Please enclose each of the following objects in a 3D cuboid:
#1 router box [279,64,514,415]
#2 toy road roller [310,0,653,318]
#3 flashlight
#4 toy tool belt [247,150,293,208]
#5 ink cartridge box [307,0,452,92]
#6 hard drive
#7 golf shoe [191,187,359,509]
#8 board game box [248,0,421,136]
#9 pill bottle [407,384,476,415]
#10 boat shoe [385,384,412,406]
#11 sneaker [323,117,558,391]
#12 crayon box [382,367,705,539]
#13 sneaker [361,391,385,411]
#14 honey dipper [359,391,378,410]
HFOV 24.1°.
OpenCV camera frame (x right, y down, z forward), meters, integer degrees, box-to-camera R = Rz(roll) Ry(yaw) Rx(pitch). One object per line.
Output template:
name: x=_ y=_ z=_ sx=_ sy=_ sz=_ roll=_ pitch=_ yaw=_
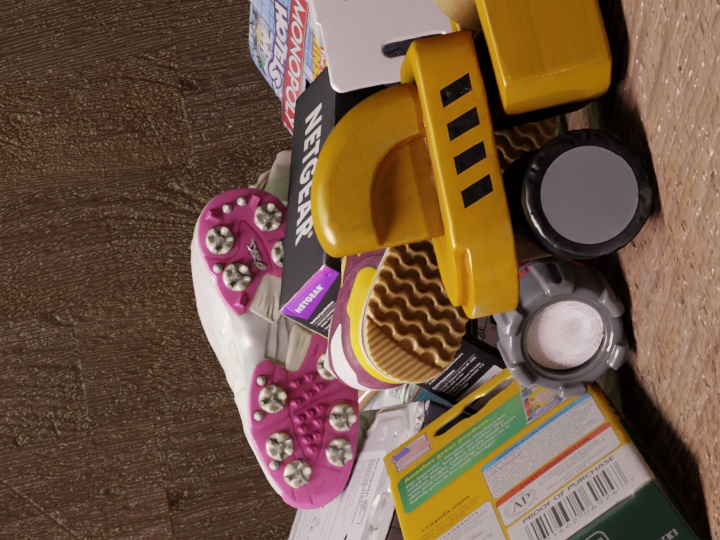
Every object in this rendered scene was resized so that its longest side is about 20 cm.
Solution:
router box: x=0.028 y=-0.024 z=1.035 sx=0.051 sy=0.149 sz=0.200 roll=-44 pitch=28 yaw=33
toy road roller: x=0.041 y=-0.078 z=0.774 sx=0.123 sy=0.146 sz=0.201 roll=166 pitch=92 yaw=-87
flashlight: x=0.093 y=-0.002 z=0.922 sx=0.200 sy=0.068 sz=0.068 roll=-105 pitch=30 yaw=-66
toy tool belt: x=0.000 y=0.000 z=1.141 sx=0.123 sy=0.200 sz=0.125 roll=-45 pitch=41 yaw=36
ink cartridge box: x=0.016 y=-0.213 z=1.053 sx=0.068 sy=0.116 sz=0.201 roll=113 pitch=146 yaw=-86
hard drive: x=0.002 y=0.154 z=1.034 sx=0.200 sy=0.038 sz=0.140 roll=159 pitch=131 yaw=-71
golf shoe: x=-0.056 y=0.048 z=1.044 sx=0.091 sy=0.075 sz=0.201 roll=169 pitch=86 yaw=-69
board game box: x=-0.023 y=-0.161 z=1.227 sx=0.200 sy=0.062 sz=0.200 roll=56 pitch=152 yaw=35
pill bottle: x=0.086 y=0.114 z=1.075 sx=0.200 sy=0.108 sz=0.109 roll=-107 pitch=6 yaw=-68
boat shoe: x=0.087 y=0.113 z=1.269 sx=0.200 sy=0.064 sz=0.071 roll=26 pitch=-95 yaw=-60
sneaker: x=0.034 y=-0.029 z=0.904 sx=0.090 sy=0.075 sz=0.200 roll=-16 pitch=43 yaw=63
crayon box: x=0.085 y=0.116 z=0.852 sx=0.052 sy=0.126 sz=0.200 roll=51 pitch=-174 yaw=-18
sneaker: x=0.040 y=0.089 z=1.327 sx=0.200 sy=0.087 sz=0.075 roll=-62 pitch=-37 yaw=-11
honey dipper: x=0.034 y=0.058 z=1.277 sx=0.038 sy=0.200 sz=0.038 roll=36 pitch=-158 yaw=-17
